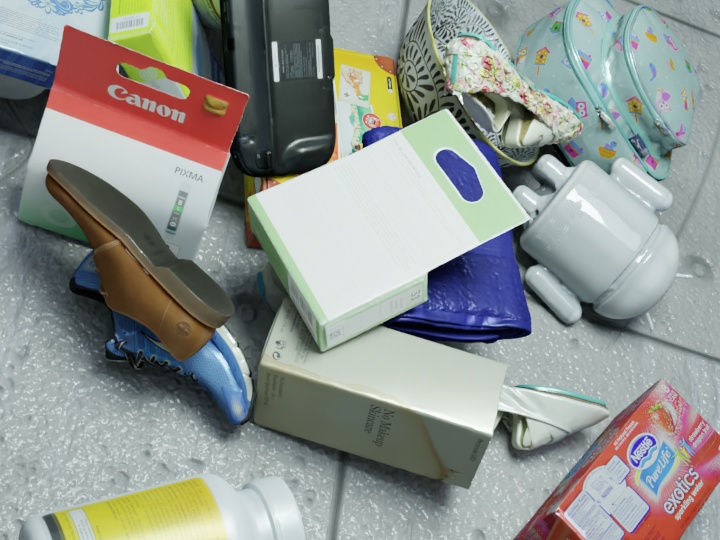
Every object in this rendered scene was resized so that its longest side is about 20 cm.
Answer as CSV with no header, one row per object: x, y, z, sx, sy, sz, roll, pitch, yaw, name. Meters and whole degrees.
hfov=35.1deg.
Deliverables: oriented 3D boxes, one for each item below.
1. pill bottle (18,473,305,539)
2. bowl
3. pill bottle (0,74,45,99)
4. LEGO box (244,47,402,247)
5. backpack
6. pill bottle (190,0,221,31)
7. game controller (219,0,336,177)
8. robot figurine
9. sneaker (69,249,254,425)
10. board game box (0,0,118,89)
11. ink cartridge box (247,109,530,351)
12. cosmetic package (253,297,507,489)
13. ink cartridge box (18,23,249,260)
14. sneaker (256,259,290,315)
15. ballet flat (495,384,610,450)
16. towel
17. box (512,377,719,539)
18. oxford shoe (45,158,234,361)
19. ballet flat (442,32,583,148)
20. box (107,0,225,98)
-0.144,0.215,0.842,0.197,0.112,0.113,-9,64,-27,pill bottle
0.094,-0.180,1.182,0.200,0.093,0.203,38,37,-37,bowl
-0.307,-0.268,1.073,0.110,0.112,0.202,23,53,-8,pill bottle
-0.037,-0.120,1.117,0.146,0.077,0.203,7,58,-18,LEGO box
0.263,-0.198,1.219,0.200,0.153,0.177,43,45,-13,backpack
-0.118,-0.288,1.105,0.111,0.114,0.199,-24,29,-33,pill bottle
-0.071,-0.186,1.011,0.103,0.042,0.204,-11,104,-34,game controller
0.241,-0.030,1.159,0.199,0.113,0.170,39,94,3,robot figurine
-0.168,0.060,0.963,0.200,0.079,0.089,45,71,7,sneaker
-0.300,-0.263,0.967,0.198,0.043,0.203,14,62,-36,board game box
0.022,-0.039,0.956,0.197,0.048,0.146,-24,57,-14,ink cartridge box
0.014,0.105,0.961,0.197,0.104,0.074,17,54,5,cosmetic package
-0.194,-0.092,0.956,0.158,0.201,0.051,19,51,-10,ink cartridge box
0.000,0.000,1.058,0.197,0.081,0.078,-3,63,-23,sneaker
0.133,0.131,1.052,0.196,0.070,0.070,15,55,-9,ballet flat
0.072,-0.030,1.031,0.145,0.050,0.203,7,60,-24,towel
0.238,0.205,1.023,0.100,0.096,0.199,45,53,8,box
-0.192,-0.009,0.909,0.200,0.071,0.071,46,17,13,oxford shoe
0.142,-0.156,1.096,0.199,0.075,0.065,27,76,-40,ballet flat
-0.175,-0.198,1.060,0.047,0.201,0.124,-8,59,8,box
